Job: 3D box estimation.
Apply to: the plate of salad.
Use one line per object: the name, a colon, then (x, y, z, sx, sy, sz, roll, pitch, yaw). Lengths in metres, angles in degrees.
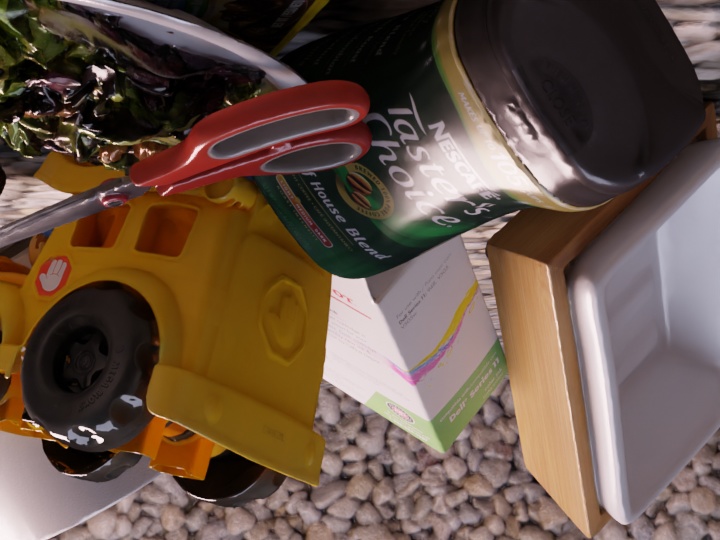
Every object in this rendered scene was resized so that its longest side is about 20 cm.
plate of salad: (-0.116, -0.068, 0.756, 0.200, 0.048, 0.200, 7, 168, 1)

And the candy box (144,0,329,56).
candy box: (-0.076, -0.103, 0.776, 0.102, 0.026, 0.200, 3, 171, -16)

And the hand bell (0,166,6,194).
hand bell: (-0.219, -0.043, 1.015, 0.104, 0.104, 0.200, -4, -176, 9)

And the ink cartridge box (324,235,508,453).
ink cartridge box: (0.000, 0.000, 1.037, 0.117, 0.067, 0.200, 30, 160, 31)

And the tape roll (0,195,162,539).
tape roll: (-0.165, 0.047, 1.103, 0.203, 0.139, 0.203, -30, -169, 6)

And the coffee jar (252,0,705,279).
coffee jar: (0.041, -0.064, 0.793, 0.085, 0.104, 0.200, -43, -165, -34)

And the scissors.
scissors: (-0.088, -0.037, 0.759, 0.200, 0.014, 0.073, -13, 165, 11)

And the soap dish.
soap dish: (0.146, 0.024, 1.082, 0.081, 0.200, 0.157, 21, -131, 36)

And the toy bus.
toy bus: (-0.107, 0.000, 0.920, 0.200, 0.192, 0.136, 3, 164, 35)
